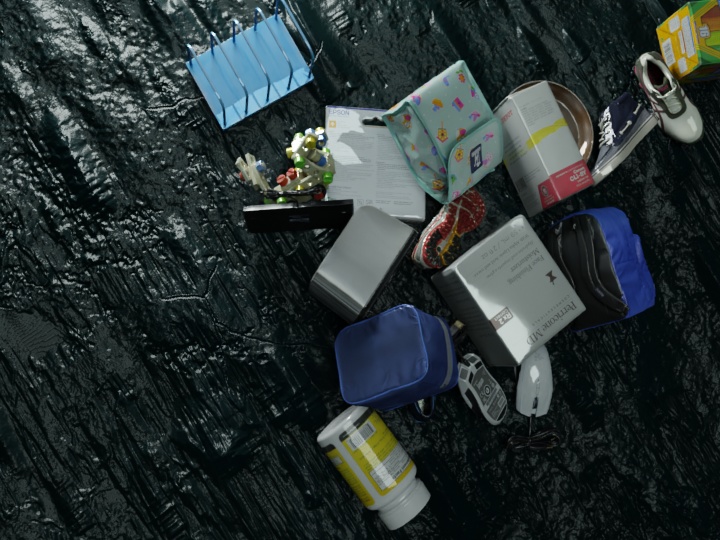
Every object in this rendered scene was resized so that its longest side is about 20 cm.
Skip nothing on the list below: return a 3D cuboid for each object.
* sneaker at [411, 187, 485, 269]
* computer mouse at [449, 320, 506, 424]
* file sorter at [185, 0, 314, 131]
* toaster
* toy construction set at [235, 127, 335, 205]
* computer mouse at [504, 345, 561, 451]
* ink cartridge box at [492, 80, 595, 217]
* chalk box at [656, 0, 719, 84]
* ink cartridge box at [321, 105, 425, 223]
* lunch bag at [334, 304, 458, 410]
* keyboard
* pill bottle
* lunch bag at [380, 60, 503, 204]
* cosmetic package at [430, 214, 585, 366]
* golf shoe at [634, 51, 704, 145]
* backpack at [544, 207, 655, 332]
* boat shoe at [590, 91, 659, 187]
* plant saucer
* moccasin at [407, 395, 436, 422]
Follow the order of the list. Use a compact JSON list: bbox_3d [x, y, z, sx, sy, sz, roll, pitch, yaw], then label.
[{"bbox_3d":[0.156,-0.082,1.514,0.078,0.082,0.200,48,61,-12],"label":"sneaker"},{"bbox_3d":[0.193,0.193,1.476,0.202,0.043,0.110,57,48,-16],"label":"computer mouse"},{"bbox_3d":[-0.194,-0.371,1.467,0.198,0.123,0.141,-31,89,-12],"label":"file sorter"},{"bbox_3d":[0.000,0.000,1.428,0.117,0.181,0.202,33,80,2],"label":"toaster"},{"bbox_3d":[-0.124,-0.171,1.443,0.131,0.197,0.094,42,45,-43],"label":"toy construction set"},{"bbox_3d":[0.317,0.229,1.518,0.107,0.044,0.205,2,83,-8],"label":"computer mouse"},{"bbox_3d":[0.319,-0.217,1.487,0.082,0.145,0.203,-25,88,-12],"label":"ink cartridge box"},{"bbox_3d":[0.709,-0.453,1.619,0.195,0.124,0.128,-10,85,-10],"label":"chalk box"},{"bbox_3d":[0.025,-0.193,1.522,0.191,0.043,0.205,3,80,-9],"label":"ink cartridge box"},{"bbox_3d":[0.058,0.154,1.372,0.197,0.131,0.139,-22,64,30],"label":"lunch bag"},{"bbox_3d":[-0.109,-0.110,1.442,0.195,0.128,0.021,-4,60,-2],"label":"keyboard"},{"bbox_3d":[0.025,0.336,1.423,0.114,0.114,0.201,-37,90,-11],"label":"pill bottle"},{"bbox_3d":[0.160,-0.241,1.477,0.170,0.121,0.202,-38,100,-31],"label":"lunch bag"},{"bbox_3d":[0.257,0.041,1.468,0.164,0.165,0.202,-36,90,-11],"label":"cosmetic package"},{"bbox_3d":[0.593,-0.329,1.597,0.077,0.088,0.202,-34,86,22],"label":"golf shoe"},{"bbox_3d":[0.434,-0.011,1.510,0.166,0.161,0.204,-16,84,-41],"label":"backpack"},{"bbox_3d":[0.481,-0.255,1.593,0.093,0.075,0.200,44,71,5],"label":"boat shoe"},{"bbox_3d":[0.351,-0.262,1.587,0.195,0.032,0.206,1,84,-9],"label":"plant saucer"},{"bbox_3d":[0.107,0.167,1.479,0.079,0.068,0.205,-14,85,-11],"label":"moccasin"}]
